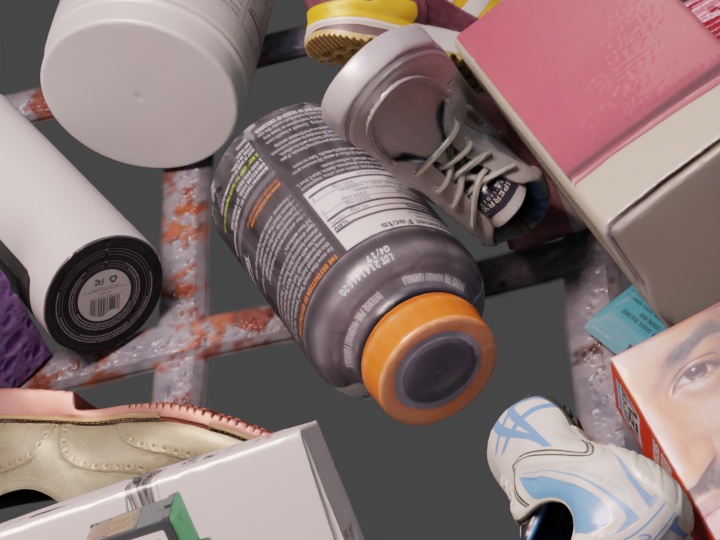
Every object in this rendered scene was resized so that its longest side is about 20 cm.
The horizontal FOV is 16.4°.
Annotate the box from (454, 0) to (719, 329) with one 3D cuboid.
[{"bbox_3d":[0.154,-0.067,1.308,0.109,0.128,0.200,-37,40,3],"label":"box"}]

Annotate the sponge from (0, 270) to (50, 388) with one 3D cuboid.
[{"bbox_3d":[-0.257,0.016,1.402,0.111,0.200,0.030,-40,47,-16],"label":"sponge"}]

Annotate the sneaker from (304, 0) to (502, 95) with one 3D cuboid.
[{"bbox_3d":[0.057,-0.154,1.410,0.075,0.199,0.091,-10,76,50],"label":"sneaker"}]

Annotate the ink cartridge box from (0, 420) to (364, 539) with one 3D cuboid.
[{"bbox_3d":[-0.102,0.144,1.236,0.199,0.146,0.085,-19,88,1],"label":"ink cartridge box"}]

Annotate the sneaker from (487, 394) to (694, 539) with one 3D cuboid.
[{"bbox_3d":[0.095,0.110,1.205,0.072,0.072,0.200,-38,13,-9],"label":"sneaker"}]

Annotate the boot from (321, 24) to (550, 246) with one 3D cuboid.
[{"bbox_3d":[0.051,-0.066,1.327,0.096,0.200,0.074,44,100,17],"label":"boot"}]

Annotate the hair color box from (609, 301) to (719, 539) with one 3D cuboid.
[{"bbox_3d":[0.211,0.108,1.158,0.111,0.064,0.200,-28,64,-4],"label":"hair color box"}]

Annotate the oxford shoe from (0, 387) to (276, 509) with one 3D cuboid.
[{"bbox_3d":[-0.119,0.111,1.361,0.199,0.071,0.074,3,74,25],"label":"oxford shoe"}]

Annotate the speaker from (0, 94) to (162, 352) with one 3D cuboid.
[{"bbox_3d":[-0.199,-0.034,1.513,0.081,0.081,0.200,-35,45,-12],"label":"speaker"}]

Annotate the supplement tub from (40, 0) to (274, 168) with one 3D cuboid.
[{"bbox_3d":[-0.120,-0.179,1.585,0.131,0.132,0.201,-5,46,20],"label":"supplement tub"}]

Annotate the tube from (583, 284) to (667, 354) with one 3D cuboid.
[{"bbox_3d":[0.216,-0.015,1.342,0.200,0.050,0.077,-39,36,-8],"label":"tube"}]

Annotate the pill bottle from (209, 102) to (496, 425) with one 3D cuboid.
[{"bbox_3d":[0.000,0.000,1.374,0.106,0.106,0.200,-30,43,-7],"label":"pill bottle"}]

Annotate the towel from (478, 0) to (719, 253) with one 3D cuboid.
[{"bbox_3d":[0.164,-0.093,1.456,0.199,0.023,0.144,-20,44,4],"label":"towel"}]
